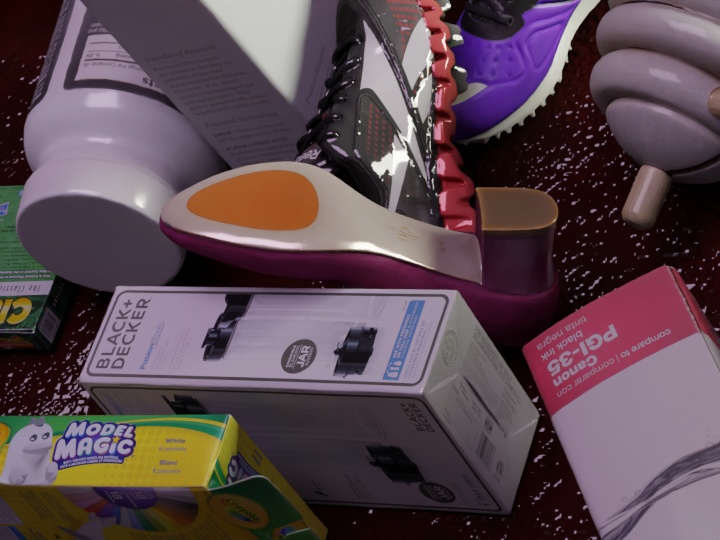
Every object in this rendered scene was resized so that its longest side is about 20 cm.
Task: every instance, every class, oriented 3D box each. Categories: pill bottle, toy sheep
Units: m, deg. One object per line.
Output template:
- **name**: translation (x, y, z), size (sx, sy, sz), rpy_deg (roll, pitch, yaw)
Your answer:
- **pill bottle**: translation (-0.122, -0.096, 1.662), size (0.116, 0.117, 0.201), rpy_deg (-5, 54, 27)
- **toy sheep**: translation (0.181, -0.111, 1.492), size (0.137, 0.138, 0.201), rpy_deg (18, 72, 38)

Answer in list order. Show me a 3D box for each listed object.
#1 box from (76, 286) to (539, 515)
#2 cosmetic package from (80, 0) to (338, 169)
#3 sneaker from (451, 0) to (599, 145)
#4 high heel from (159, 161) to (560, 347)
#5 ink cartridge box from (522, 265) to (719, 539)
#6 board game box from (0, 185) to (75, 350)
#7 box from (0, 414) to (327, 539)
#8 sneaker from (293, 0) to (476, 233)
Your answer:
- **box**: translation (-0.026, 0.063, 1.480), size (0.199, 0.117, 0.060), rpy_deg (-1, 55, 31)
- **cosmetic package**: translation (-0.061, -0.131, 1.591), size (0.074, 0.200, 0.102), rpy_deg (-9, 50, 33)
- **sneaker**: translation (0.086, -0.165, 1.604), size (0.069, 0.100, 0.200), rpy_deg (28, 76, 42)
- **high heel**: translation (0.000, 0.000, 1.480), size (0.198, 0.096, 0.068), rpy_deg (-2, 44, -5)
- **ink cartridge box**: translation (0.159, 0.121, 1.305), size (0.082, 0.147, 0.201), rpy_deg (-28, 46, 9)
- **board game box**: translation (-0.247, -0.001, 1.725), size (0.199, 0.023, 0.105), rpy_deg (0, 53, 31)
- **box**: translation (-0.107, 0.118, 1.484), size (0.199, 0.117, 0.049), rpy_deg (1, 56, 30)
- **sneaker**: translation (0.005, -0.077, 1.547), size (0.097, 0.071, 0.202), rpy_deg (-1, 70, -22)
